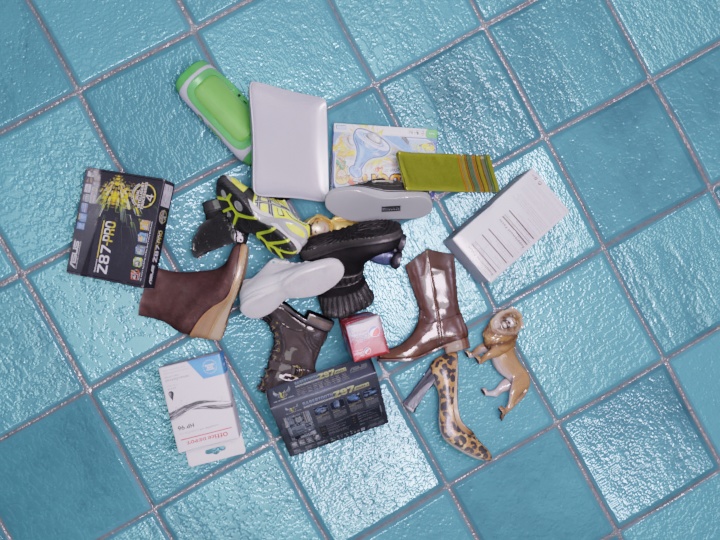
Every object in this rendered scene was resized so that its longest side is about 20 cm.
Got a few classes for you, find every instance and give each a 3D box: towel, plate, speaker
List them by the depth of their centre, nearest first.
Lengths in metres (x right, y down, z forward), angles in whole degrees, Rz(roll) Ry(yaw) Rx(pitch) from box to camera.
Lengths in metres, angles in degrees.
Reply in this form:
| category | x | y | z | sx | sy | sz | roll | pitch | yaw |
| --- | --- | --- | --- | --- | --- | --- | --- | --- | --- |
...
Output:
| category | x | y | z | sx | sy | sz | roll | pitch | yaw |
| --- | --- | --- | --- | --- | --- | --- | --- | --- | --- |
| plate | -0.134 | -0.229 | 1.431 | 0.032 | 0.199 | 0.200 | -3 | 89 | 38 |
| speaker | -0.246 | -0.290 | 1.447 | 0.088 | 0.088 | 0.200 | -43 | 93 | -4 |
| towel | 0.166 | -0.185 | 1.469 | 0.200 | 0.018 | 0.086 | -1 | 61 | -24 |

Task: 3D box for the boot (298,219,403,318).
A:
| category | x | y | z | sx | sy | sz | roll | pitch | yaw |
| --- | --- | --- | --- | --- | --- | --- | --- | --- | --- |
| boot | 0.000 | -0.001 | 1.421 | 0.211 | 0.079 | 0.158 | -11 | 116 | 27 |

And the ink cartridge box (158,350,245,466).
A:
| category | x | y | z | sx | sy | sz | roll | pitch | yaw |
| --- | --- | --- | --- | --- | --- | --- | --- | --- | --- |
| ink cartridge box | -0.288 | 0.259 | 1.443 | 0.116 | 0.068 | 0.200 | -14 | 91 | -5 |

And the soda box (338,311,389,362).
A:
| category | x | y | z | sx | sy | sz | roll | pitch | yaw |
| --- | --- | --- | --- | --- | --- | --- | --- | --- | --- |
| soda box | 0.003 | 0.116 | 1.405 | 0.063 | 0.200 | 0.070 | -14 | 90 | -4 |

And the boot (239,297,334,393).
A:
| category | x | y | z | sx | sy | sz | roll | pitch | yaw |
| --- | --- | --- | --- | --- | --- | --- | --- | --- | --- |
| boot | -0.155 | 0.146 | 1.459 | 0.200 | 0.069 | 0.174 | 21 | 93 | 0 |

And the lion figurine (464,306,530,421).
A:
| category | x | y | z | sx | sy | sz | roll | pitch | yaw |
| --- | --- | --- | --- | --- | --- | --- | --- | --- | --- |
| lion figurine | 0.280 | 0.177 | 1.503 | 0.122 | 0.072 | 0.200 | -27 | 106 | -17 |

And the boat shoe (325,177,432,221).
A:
| category | x | y | z | sx | sy | sz | roll | pitch | yaw |
| --- | --- | --- | --- | --- | --- | --- | --- | --- | --- |
| boat shoe | 0.032 | -0.134 | 1.448 | 0.200 | 0.064 | 0.071 | 2 | 133 | -10 |

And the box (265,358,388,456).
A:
| category | x | y | z | sx | sy | sz | roll | pitch | yaw |
| --- | --- | --- | --- | --- | --- | --- | --- | --- | --- |
| box | -0.057 | 0.248 | 1.429 | 0.200 | 0.051 | 0.158 | -19 | 135 | -5 |

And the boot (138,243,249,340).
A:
| category | x | y | z | sx | sy | sz | roll | pitch | yaw |
| --- | --- | --- | --- | --- | --- | --- | --- | --- | --- |
| boot | -0.305 | 0.022 | 1.434 | 0.166 | 0.072 | 0.200 | 21 | 99 | -3 |

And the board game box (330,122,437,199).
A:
| category | x | y | z | sx | sy | sz | roll | pitch | yaw |
| --- | --- | --- | --- | --- | --- | --- | --- | --- | --- |
| board game box | 0.044 | -0.206 | 1.496 | 0.200 | 0.034 | 0.136 | 2 | 89 | -5 |

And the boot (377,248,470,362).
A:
| category | x | y | z | sx | sy | sz | roll | pitch | yaw |
| --- | --- | --- | --- | --- | --- | --- | --- | --- | --- |
| boot | 0.104 | 0.067 | 1.488 | 0.186 | 0.064 | 0.200 | -12 | 88 | -6 |

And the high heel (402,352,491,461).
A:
| category | x | y | z | sx | sy | sz | roll | pitch | yaw |
| --- | --- | --- | --- | --- | --- | --- | --- | --- | --- |
| high heel | 0.198 | 0.257 | 1.483 | 0.200 | 0.071 | 0.143 | 38 | 92 | 5 |

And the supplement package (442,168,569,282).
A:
| category | x | y | z | sx | sy | sz | roll | pitch | yaw |
| --- | --- | --- | --- | --- | --- | --- | --- | --- | --- |
| supplement package | 0.270 | -0.081 | 1.476 | 0.200 | 0.114 | 0.110 | -41 | 92 | -3 |

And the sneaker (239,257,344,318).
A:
| category | x | y | z | sx | sy | sz | roll | pitch | yaw |
| --- | --- | --- | --- | --- | --- | --- | --- | --- | --- |
| sneaker | -0.128 | 0.008 | 1.389 | 0.200 | 0.075 | 0.089 | -21 | 50 | 10 |

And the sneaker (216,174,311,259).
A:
| category | x | y | z | sx | sy | sz | roll | pitch | yaw |
| --- | --- | --- | --- | --- | --- | --- | --- | --- | --- |
| sneaker | -0.176 | -0.103 | 1.407 | 0.200 | 0.075 | 0.076 | 42 | 52 | 6 |

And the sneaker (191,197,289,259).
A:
| category | x | y | z | sx | sy | sz | roll | pitch | yaw |
| --- | --- | --- | --- | --- | --- | --- | --- | --- | --- |
| sneaker | -0.221 | -0.089 | 1.462 | 0.200 | 0.060 | 0.104 | -10 | 91 | -2 |

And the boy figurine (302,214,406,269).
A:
| category | x | y | z | sx | sy | sz | roll | pitch | yaw |
| --- | --- | --- | --- | --- | --- | --- | --- | --- | --- |
| boy figurine | -0.015 | -0.067 | 1.476 | 0.200 | 0.064 | 0.124 | 17 | 91 | -7 |

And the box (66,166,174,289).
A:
| category | x | y | z | sx | sy | sz | roll | pitch | yaw |
| --- | --- | --- | --- | --- | --- | --- | --- | --- | --- |
| box | -0.436 | -0.078 | 1.425 | 0.161 | 0.049 | 0.200 | 11 | 88 | 15 |
